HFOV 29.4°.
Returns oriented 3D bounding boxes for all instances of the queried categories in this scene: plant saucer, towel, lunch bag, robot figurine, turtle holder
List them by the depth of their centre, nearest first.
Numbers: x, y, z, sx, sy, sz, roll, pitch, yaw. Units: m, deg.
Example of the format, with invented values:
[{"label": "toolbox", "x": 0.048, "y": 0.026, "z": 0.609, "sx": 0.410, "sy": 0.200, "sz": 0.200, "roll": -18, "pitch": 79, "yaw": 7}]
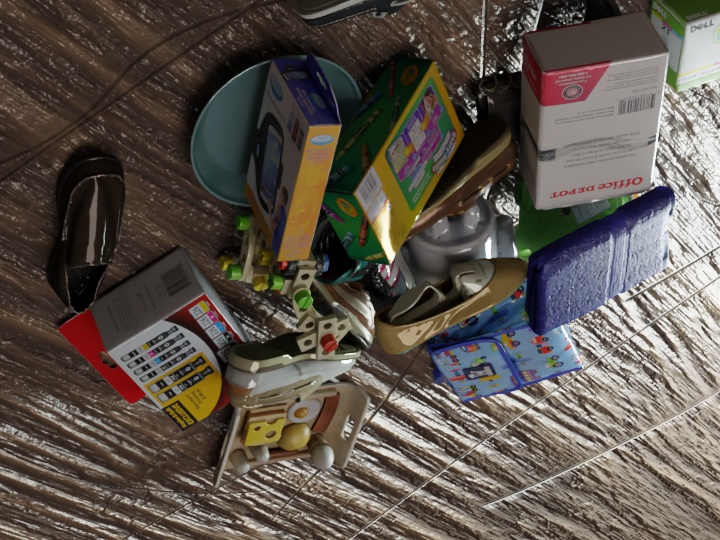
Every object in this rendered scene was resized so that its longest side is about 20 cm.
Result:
[{"label": "plant saucer", "x": -0.095, "y": -0.158, "z": 1.487, "sx": 0.199, "sy": 0.036, "sz": 0.200, "roll": -17, "pitch": 138, "yaw": -16}, {"label": "towel", "x": 0.281, "y": -0.015, "z": 1.635, "sx": 0.200, "sy": 0.050, "sz": 0.148, "roll": -27, "pitch": 142, "yaw": -16}, {"label": "robot figurine", "x": 0.113, "y": -0.023, "z": 1.695, "sx": 0.169, "sy": 0.113, "sz": 0.200, "roll": -10, "pitch": 137, "yaw": -4}, {"label": "turtle holder", "x": 0.275, "y": -0.061, "z": 1.742, "sx": 0.132, "sy": 0.141, "sz": 0.186, "roll": -4, "pitch": 128, "yaw": -51}, {"label": "lunch bag", "x": 0.189, "y": 0.105, "z": 1.913, "sx": 0.200, "sy": 0.094, "sz": 0.151, "roll": -24, "pitch": 142, "yaw": 10}]

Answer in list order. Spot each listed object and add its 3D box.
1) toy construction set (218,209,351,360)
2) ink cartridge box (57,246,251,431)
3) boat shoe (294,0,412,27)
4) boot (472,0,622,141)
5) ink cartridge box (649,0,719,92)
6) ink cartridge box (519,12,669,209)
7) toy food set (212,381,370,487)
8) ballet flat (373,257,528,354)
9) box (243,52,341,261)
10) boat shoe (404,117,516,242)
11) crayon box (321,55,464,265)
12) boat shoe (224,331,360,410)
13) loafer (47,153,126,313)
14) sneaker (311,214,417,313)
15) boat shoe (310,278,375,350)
[{"label": "toy construction set", "x": -0.086, "y": 0.006, "z": 1.533, "sx": 0.092, "sy": 0.200, "sz": 0.131, "roll": -10, "pitch": 137, "yaw": -39}, {"label": "ink cartridge box", "x": -0.230, "y": 0.097, "z": 1.623, "sx": 0.175, "sy": 0.084, "sz": 0.200, "roll": -32, "pitch": 141, "yaw": 0}, {"label": "boat shoe", "x": 0.029, "y": -0.290, "z": 1.400, "sx": 0.200, "sy": 0.076, "sz": 0.060, "roll": -26, "pitch": 134, "yaw": -6}, {"label": "boot", "x": 0.215, "y": -0.226, "z": 1.594, "sx": 0.174, "sy": 0.069, "sz": 0.200, "roll": -12, "pitch": 130, "yaw": -11}, {"label": "ink cartridge box", "x": 0.423, "y": -0.327, "z": 1.611, "sx": 0.147, "sy": 0.076, "sz": 0.200, "roll": -20, "pitch": 140, "yaw": -14}, {"label": "ink cartridge box", "x": 0.260, "y": -0.178, "z": 1.556, "sx": 0.144, "sy": 0.084, "sz": 0.200, "roll": -10, "pitch": 135, "yaw": -6}, {"label": "toy food set", "x": -0.095, "y": 0.230, "z": 1.863, "sx": 0.200, "sy": 0.060, "sz": 0.144, "roll": -6, "pitch": 134, "yaw": -29}, {"label": "ballet flat", "x": 0.105, "y": 0.030, "z": 1.606, "sx": 0.200, "sy": 0.069, "sz": 0.063, "roll": -32, "pitch": 129, "yaw": -3}, {"label": "box", "x": -0.071, "y": -0.123, "z": 1.417, "sx": 0.041, "sy": 0.119, "sz": 0.200, "roll": -7, "pitch": 134, "yaw": -23}, {"label": "boat shoe", "x": 0.102, "y": -0.089, "z": 1.572, "sx": 0.200, "sy": 0.072, "sz": 0.068, "roll": -40, "pitch": 128, "yaw": -10}, {"label": "crayon box", "x": 0.034, "y": -0.121, "z": 1.499, "sx": 0.200, "sy": 0.058, "sz": 0.119, "roll": -60, "pitch": 143, "yaw": -27}, {"label": "boat shoe", "x": -0.084, "y": 0.120, "z": 1.646, "sx": 0.200, "sy": 0.075, "sz": 0.069, "roll": -3, "pitch": 111, "yaw": -45}, {"label": "loafer", "x": -0.284, "y": -0.035, "z": 1.464, "sx": 0.073, "sy": 0.071, "sz": 0.200, "roll": -7, "pitch": 134, "yaw": -27}, {"label": "sneaker", "x": 0.000, "y": 0.000, "z": 1.612, "sx": 0.121, "sy": 0.083, "sz": 0.200, "roll": -34, "pitch": 121, "yaw": -39}, {"label": "boat shoe", "x": -0.037, "y": 0.018, "z": 1.686, "sx": 0.074, "sy": 0.076, "sz": 0.200, "roll": -58, "pitch": 137, "yaw": -20}]
